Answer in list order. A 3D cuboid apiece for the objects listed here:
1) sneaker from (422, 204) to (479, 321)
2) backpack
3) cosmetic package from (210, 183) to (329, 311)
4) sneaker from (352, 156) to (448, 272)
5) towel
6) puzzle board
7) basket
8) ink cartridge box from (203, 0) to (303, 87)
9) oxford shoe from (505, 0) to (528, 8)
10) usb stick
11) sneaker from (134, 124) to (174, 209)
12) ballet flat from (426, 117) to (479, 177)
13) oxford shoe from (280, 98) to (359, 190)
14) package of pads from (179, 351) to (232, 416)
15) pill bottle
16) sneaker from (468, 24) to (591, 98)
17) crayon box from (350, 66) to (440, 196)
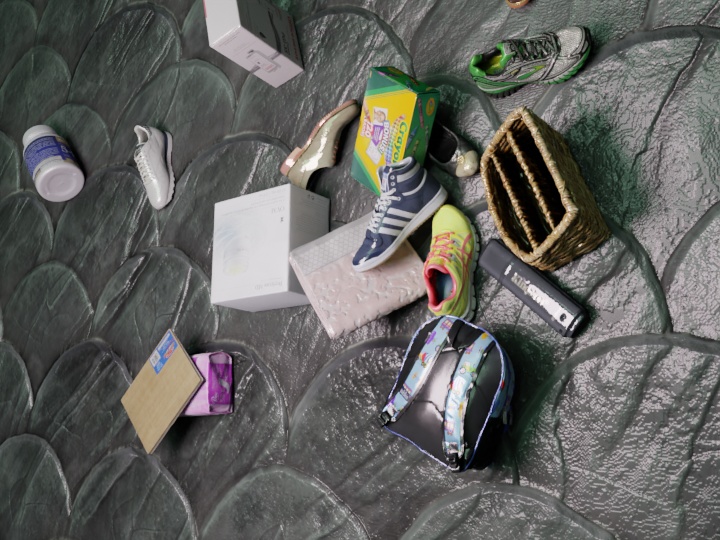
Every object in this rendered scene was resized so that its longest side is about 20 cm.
[{"bbox_3d":[0.138,-0.015,1.210,0.078,0.090,0.201,-16,69,36],"label":"sneaker"},{"bbox_3d":[0.144,0.175,1.133,0.182,0.134,0.201,24,95,39],"label":"backpack"},{"bbox_3d":[-0.170,-0.036,1.433,0.198,0.123,0.202,-10,75,36],"label":"cosmetic package"},{"bbox_3d":[0.039,-0.097,1.235,0.200,0.109,0.070,-44,24,-5],"label":"sneaker"},{"bbox_3d":[0.000,0.000,1.282,0.199,0.032,0.192,-26,59,-10],"label":"towel"},{"bbox_3d":[-0.395,0.239,1.514,0.200,0.017,0.151,-53,53,15],"label":"puzzle board"},{"bbox_3d":[0.246,-0.111,1.112,0.142,0.149,0.201,-32,63,28],"label":"basket"},{"bbox_3d":[-0.212,-0.478,1.516,0.082,0.200,0.147,-24,66,27],"label":"ink cartridge box"},{"bbox_3d":[0.244,-0.530,1.256,0.071,0.073,0.202,-14,72,34],"label":"oxford shoe"},{"bbox_3d":[0.256,0.024,1.146,0.200,0.033,0.056,45,109,35],"label":"usb stick"},{"bbox_3d":[-0.478,-0.235,1.742,0.076,0.080,0.201,-21,69,30],"label":"sneaker"},{"bbox_3d":[0.126,-0.220,1.287,0.067,0.057,0.200,-53,54,14],"label":"ballet flat"},{"bbox_3d":[-0.062,-0.236,1.442,0.074,0.071,0.200,47,110,8],"label":"oxford shoe"},{"bbox_3d":[-0.347,0.233,1.536,0.199,0.075,0.121,-11,76,36],"label":"package of pads"},{"bbox_3d":[-0.804,-0.284,1.978,0.120,0.119,0.200,-49,56,18],"label":"pill bottle"},{"bbox_3d":[0.262,-0.329,1.189,0.199,0.085,0.079,-16,70,33],"label":"sneaker"},{"bbox_3d":[0.055,-0.229,1.293,0.119,0.058,0.201,38,130,36],"label":"crayon box"}]
